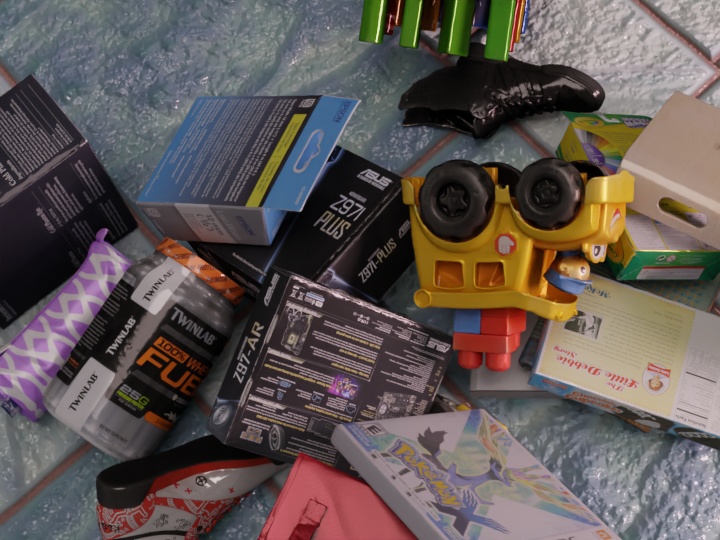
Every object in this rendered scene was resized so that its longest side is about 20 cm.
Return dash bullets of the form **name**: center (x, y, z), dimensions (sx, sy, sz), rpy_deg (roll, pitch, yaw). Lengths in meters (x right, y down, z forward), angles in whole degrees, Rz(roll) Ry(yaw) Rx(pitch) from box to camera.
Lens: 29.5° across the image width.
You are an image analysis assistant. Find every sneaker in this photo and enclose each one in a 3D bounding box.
- **sneaker**: center (-0.155, 0.224, 1.302), dimensions (0.200, 0.109, 0.067), rpy_deg (-11, 22, -31)
- **sneaker**: center (0.148, -0.175, 1.438), dimensions (0.199, 0.060, 0.105), rpy_deg (21, 70, 21)

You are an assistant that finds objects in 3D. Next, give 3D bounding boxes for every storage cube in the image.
- **storage cube**: center (-0.006, 0.286, 1.186), dimensions (0.179, 0.200, 0.172), rpy_deg (23, 71, 9)

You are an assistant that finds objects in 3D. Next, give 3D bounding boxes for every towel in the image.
- **towel**: center (0.257, 0.041, 1.329), dimensions (0.146, 0.022, 0.201), rpy_deg (28, 69, 7)

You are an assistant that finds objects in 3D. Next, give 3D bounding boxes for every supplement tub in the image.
- **supplement tub**: center (-0.205, 0.076, 1.322), dimensions (0.122, 0.123, 0.201), rpy_deg (31, 85, 19)

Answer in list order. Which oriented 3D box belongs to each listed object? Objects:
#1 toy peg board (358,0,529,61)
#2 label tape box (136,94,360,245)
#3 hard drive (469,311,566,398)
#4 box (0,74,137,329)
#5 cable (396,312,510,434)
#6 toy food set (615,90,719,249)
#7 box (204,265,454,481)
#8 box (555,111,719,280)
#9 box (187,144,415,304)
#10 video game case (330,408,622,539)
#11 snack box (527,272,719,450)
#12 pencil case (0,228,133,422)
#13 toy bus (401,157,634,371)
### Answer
- **toy peg board**: center (0.091, -0.276, 1.438), dimensions (0.198, 0.199, 0.099), rpy_deg (11, 98, 11)
- **label tape box**: center (-0.099, -0.097, 1.318), dimensions (0.199, 0.066, 0.144), rpy_deg (5, 55, 32)
- **hard drive**: center (0.175, 0.028, 1.363), dimensions (0.131, 0.026, 0.202), rpy_deg (0, 66, 7)
- **box**: center (-0.346, -0.064, 1.373), dimensions (0.182, 0.200, 0.104), rpy_deg (-39, 69, -11)
- **cable**: center (0.069, 0.136, 1.333), dimensions (0.097, 0.050, 0.200), rpy_deg (-48, 52, 16)
- **toy food set**: center (0.338, -0.094, 1.324), dimensions (0.143, 0.061, 0.200), rpy_deg (26, 39, 16)
- **box**: center (-0.023, 0.103, 1.251), dimensions (0.043, 0.199, 0.161), rpy_deg (24, 93, 57)
- **box**: center (0.270, -0.079, 1.344), dimensions (0.116, 0.049, 0.201), rpy_deg (1, 50, -22)
- **box**: center (-0.053, -0.038, 1.350), dimensions (0.164, 0.086, 0.200), rpy_deg (-47, 46, -13)
- **video game case**: center (0.099, 0.188, 1.156), dimensions (0.200, 0.181, 0.022), rpy_deg (42, 121, 40)
- **snack box**: center (0.267, 0.082, 1.282), dimensions (0.199, 0.037, 0.117), rpy_deg (19, 67, 3)
- **pencil case**: center (-0.298, 0.059, 1.376), dimensions (0.086, 0.084, 0.200), rpy_deg (46, 73, -17)
- **toy bus**: center (0.144, -0.006, 1.242), dimensions (0.199, 0.136, 0.194), rpy_deg (-1, 91, 25)
